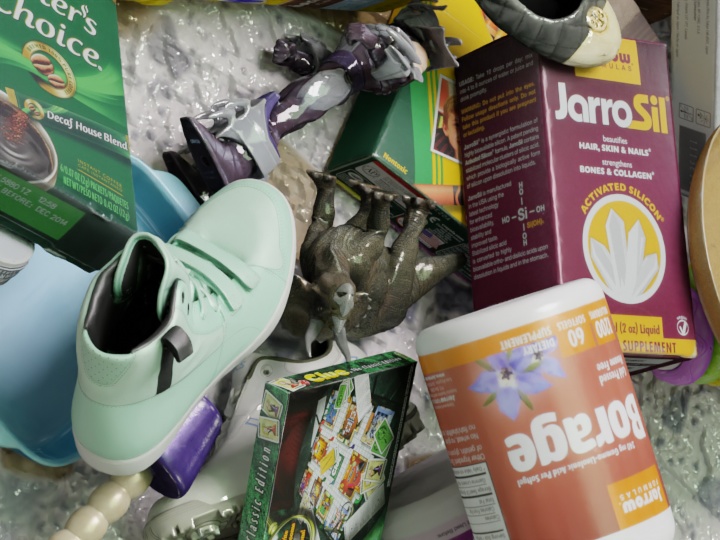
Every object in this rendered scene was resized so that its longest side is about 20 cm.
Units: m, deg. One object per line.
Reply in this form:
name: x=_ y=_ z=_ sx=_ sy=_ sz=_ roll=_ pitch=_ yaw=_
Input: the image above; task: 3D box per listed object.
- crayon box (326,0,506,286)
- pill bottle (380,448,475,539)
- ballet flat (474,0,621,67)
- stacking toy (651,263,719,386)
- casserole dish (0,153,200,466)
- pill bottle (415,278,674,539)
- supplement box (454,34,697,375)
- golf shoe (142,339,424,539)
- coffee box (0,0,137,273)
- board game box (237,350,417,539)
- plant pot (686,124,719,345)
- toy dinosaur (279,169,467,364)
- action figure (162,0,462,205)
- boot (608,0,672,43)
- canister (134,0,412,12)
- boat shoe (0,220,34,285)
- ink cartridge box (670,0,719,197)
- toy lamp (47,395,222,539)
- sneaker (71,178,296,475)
crayon box: x=0.093 y=-0.082 z=1.572 sx=0.200 sy=0.058 sz=0.173 roll=36 pitch=60 yaw=-25
pill bottle: x=0.089 y=0.209 z=1.470 sx=0.112 sy=0.112 sz=0.201 roll=-31 pitch=98 yaw=-37
ballet flat: x=0.086 y=-0.188 z=1.415 sx=0.200 sy=0.057 sz=0.067 roll=43 pitch=54 yaw=-25
stacking toy: x=0.221 y=0.037 z=1.619 sx=0.199 sy=0.110 sz=0.117 roll=-9 pitch=85 yaw=-33
casserole dish: x=-0.161 y=0.022 z=1.370 sx=0.121 sy=0.039 sz=0.200 roll=52 pitch=55 yaw=-16
pill bottle: x=0.110 y=0.114 z=1.367 sx=0.112 sy=0.112 sz=0.201 roll=-17 pitch=89 yaw=-38
supplement box: x=0.131 y=-0.039 z=1.498 sx=0.110 sy=0.085 sz=0.202 roll=4 pitch=77 yaw=-36
golf shoe: x=-0.061 y=0.100 z=1.421 sx=0.199 sy=0.078 sz=0.098 roll=-25 pitch=75 yaw=-41
coffee box: x=-0.182 y=-0.106 z=1.317 sx=0.123 sy=0.044 sz=0.201 roll=31 pitch=35 yaw=-35
board game box: x=-0.027 y=0.147 z=1.378 sx=0.104 sy=0.023 sz=0.201 roll=-12 pitch=121 yaw=-47
plant pot: x=0.259 y=-0.002 z=1.541 sx=0.199 sy=0.027 sz=0.201 roll=24 pitch=59 yaw=-46
toy dinosaur: x=0.000 y=0.000 z=1.459 sx=0.200 sy=0.077 sz=0.103 roll=8 pitch=98 yaw=-70
action figure: x=-0.023 y=-0.110 z=1.454 sx=0.200 sy=0.130 sz=0.070 roll=-37 pitch=100 yaw=-25
boot: x=0.166 y=-0.225 z=1.660 sx=0.146 sy=0.070 sz=0.200 roll=47 pitch=49 yaw=-9
canister: x=-0.036 y=-0.206 z=1.448 sx=0.199 sy=0.148 sz=0.087 roll=-1 pitch=80 yaw=-39
boat shoe: x=-0.237 y=-0.069 z=1.314 sx=0.072 sy=0.068 sz=0.201 roll=6 pitch=53 yaw=-54
ink cartridge box: x=0.276 y=-0.169 z=1.680 sx=0.173 sy=0.043 sz=0.201 roll=-34 pitch=134 yaw=-37
toy lamp: x=-0.150 y=0.142 z=1.315 sx=0.058 sy=0.058 sz=0.200 roll=48 pitch=67 yaw=-18
sneaker: x=-0.087 y=0.003 z=1.304 sx=0.073 sy=0.119 sz=0.201 roll=23 pitch=55 yaw=11
